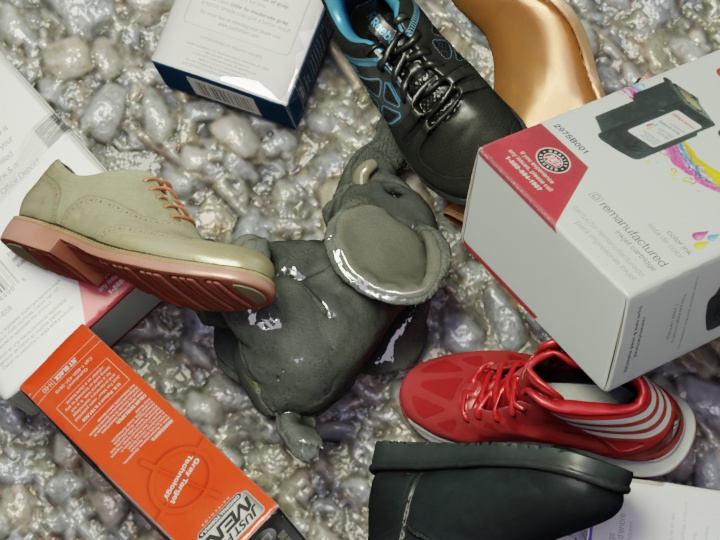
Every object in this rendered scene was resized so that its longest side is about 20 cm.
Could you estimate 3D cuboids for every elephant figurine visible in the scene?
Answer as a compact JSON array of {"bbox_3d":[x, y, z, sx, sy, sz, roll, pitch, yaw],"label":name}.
[{"bbox_3d":[0.000,0.000,1.510,0.199,0.141,0.156,-25,106,-17],"label":"elephant figurine"}]

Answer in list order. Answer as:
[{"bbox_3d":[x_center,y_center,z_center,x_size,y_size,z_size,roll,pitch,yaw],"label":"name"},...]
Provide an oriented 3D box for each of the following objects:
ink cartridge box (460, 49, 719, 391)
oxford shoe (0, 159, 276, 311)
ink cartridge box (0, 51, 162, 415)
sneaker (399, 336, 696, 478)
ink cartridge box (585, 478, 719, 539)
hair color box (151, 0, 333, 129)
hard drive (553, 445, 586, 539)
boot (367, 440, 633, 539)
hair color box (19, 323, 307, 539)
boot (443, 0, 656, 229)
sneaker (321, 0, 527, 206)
[{"bbox_3d":[0.183,-0.036,1.425,0.199,0.083,0.146,-24,52,-28],"label":"ink cartridge box"},{"bbox_3d":[-0.129,-0.026,1.437,0.199,0.071,0.074,14,74,30],"label":"oxford shoe"},{"bbox_3d":[-0.230,-0.030,1.551,0.144,0.084,0.200,-41,79,-4],"label":"ink cartridge box"},{"bbox_3d":[0.099,0.066,1.460,0.198,0.116,0.079,3,64,28],"label":"sneaker"},{"bbox_3d":[0.218,0.232,1.446,0.198,0.043,0.200,9,82,-12],"label":"ink cartridge box"},{"bbox_3d":[-0.055,-0.207,1.586,0.099,0.061,0.201,19,80,9],"label":"hair color box"},{"bbox_3d":[0.102,0.208,1.495,0.199,0.038,0.140,-34,77,-2],"label":"hard drive"},{"bbox_3d":[0.069,0.189,1.411,0.199,0.076,0.170,-3,73,44],"label":"boot"},{"bbox_3d":[-0.114,0.128,1.463,0.061,0.102,0.200,-45,54,-9],"label":"hair color box"},{"bbox_3d":[0.099,-0.096,1.543,0.200,0.074,0.155,38,85,12],"label":"boot"},{"bbox_3d":[0.033,-0.117,1.495,0.073,0.082,0.200,-42,54,3],"label":"sneaker"}]
